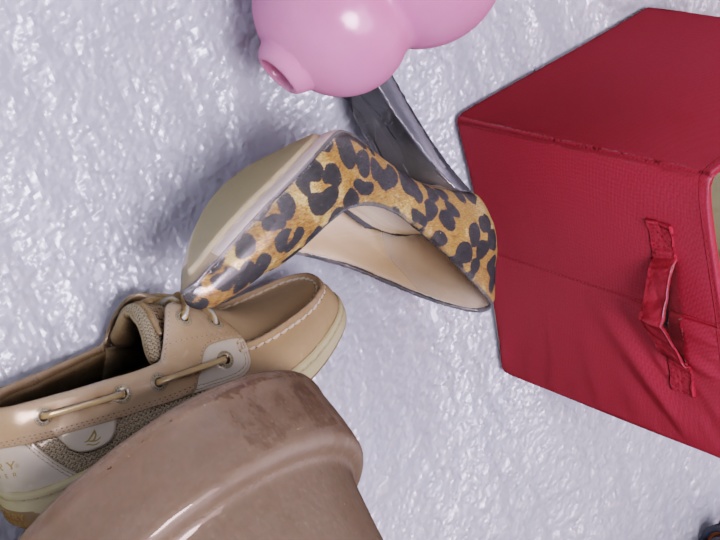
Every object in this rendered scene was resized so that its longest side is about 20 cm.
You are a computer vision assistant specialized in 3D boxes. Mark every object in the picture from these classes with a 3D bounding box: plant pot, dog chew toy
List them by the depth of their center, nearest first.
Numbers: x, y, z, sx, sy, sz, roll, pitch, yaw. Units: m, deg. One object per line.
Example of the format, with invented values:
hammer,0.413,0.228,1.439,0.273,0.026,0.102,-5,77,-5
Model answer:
plant pot,-0.042,0.172,0.707,0.200,0.175,0.201,-37,158,-18
dog chew toy,0.027,-0.163,0.763,0.200,0.124,0.125,-49,130,-10

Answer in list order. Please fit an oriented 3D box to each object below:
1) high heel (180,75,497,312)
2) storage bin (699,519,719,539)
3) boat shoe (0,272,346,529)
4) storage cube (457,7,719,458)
high heel,0.000,0.000,0.773,0.143,0.071,0.200,58,42,-16
storage bin,0.249,0.252,1.044,0.133,0.199,0.147,-16,113,-28
boat shoe,-0.086,0.043,0.750,0.199,0.071,0.065,-33,115,-37
storage cube,0.182,-0.029,0.899,0.199,0.179,0.173,-31,122,-30
